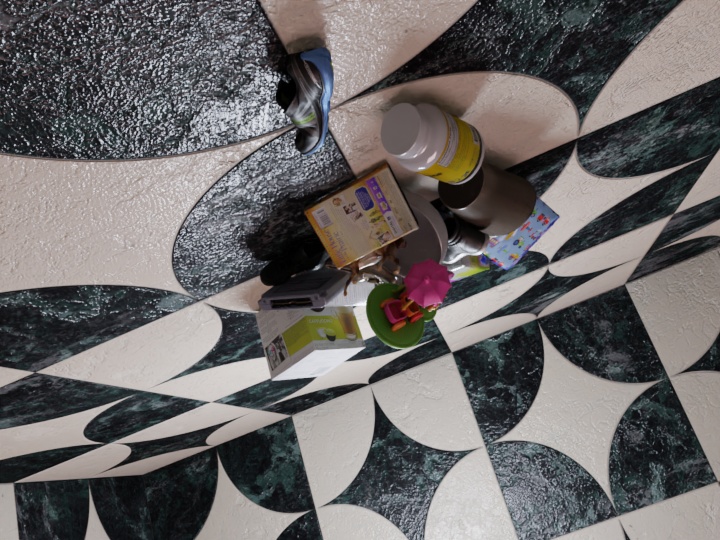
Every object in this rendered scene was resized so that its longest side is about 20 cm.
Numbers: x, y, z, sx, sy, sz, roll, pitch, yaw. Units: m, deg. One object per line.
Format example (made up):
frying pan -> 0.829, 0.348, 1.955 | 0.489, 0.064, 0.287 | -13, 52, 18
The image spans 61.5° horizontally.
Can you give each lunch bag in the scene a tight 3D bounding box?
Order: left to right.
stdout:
lunch bag -> 0.358, -0.096, 1.455 | 0.149, 0.094, 0.203 | 25, 104, -38

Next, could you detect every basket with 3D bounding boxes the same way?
basket -> 0.262, -0.164, 1.317 | 0.177, 0.141, 0.197 | -17, 160, 36

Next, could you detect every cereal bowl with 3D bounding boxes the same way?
cereal bowl -> 0.108, -0.087, 1.323 | 0.084, 0.200, 0.200 | -48, -177, -41

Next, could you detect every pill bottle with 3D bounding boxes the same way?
pill bottle -> 0.125, -0.223, 1.057 | 0.111, 0.115, 0.197 | -33, 156, 34

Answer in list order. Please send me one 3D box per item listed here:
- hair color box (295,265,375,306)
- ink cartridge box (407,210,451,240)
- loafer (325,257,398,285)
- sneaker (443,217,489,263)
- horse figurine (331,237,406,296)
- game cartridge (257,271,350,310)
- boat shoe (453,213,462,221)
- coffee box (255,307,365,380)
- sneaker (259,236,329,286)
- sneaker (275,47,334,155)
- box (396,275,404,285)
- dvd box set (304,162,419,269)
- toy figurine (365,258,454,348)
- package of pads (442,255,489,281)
hair color box -> -0.060, 0.037, 1.509 | 0.193, 0.062, 0.101 | -2, 139, 2
ink cartridge box -> 0.131, -0.087, 1.465 | 0.135, 0.078, 0.197 | -34, 158, 32
loafer -> 0.000, 0.000, 1.405 | 0.064, 0.197, 0.072 | -56, 144, -10
sneaker -> 0.205, -0.073, 1.389 | 0.097, 0.072, 0.199 | 28, 165, -17
horse figurine -> 0.022, -0.027, 1.297 | 0.196, 0.135, 0.050 | -26, 126, 22
game cartridge -> -0.123, 0.045, 1.371 | 0.195, 0.042, 0.133 | -5, -156, 34
boat shoe -> 0.317, -0.138, 1.515 | 0.194, 0.076, 0.067 | -15, 155, -14
coffee box -> -0.141, 0.166, 1.676 | 0.196, 0.203, 0.199 | 5, 147, -47
sneaker -> -0.139, -0.031, 1.387 | 0.195, 0.061, 0.105 | -19, 160, -15
sneaker -> -0.084, -0.246, 0.884 | 0.080, 0.073, 0.201 | -1, 156, -8
box -> 0.096, 0.034, 1.601 | 0.196, 0.104, 0.074 | 0, 178, 44
dvd box set -> 0.003, -0.107, 1.228 | 0.196, 0.148, 0.030 | -26, -157, 16
toy figurine -> 0.133, 0.048, 1.255 | 0.196, 0.153, 0.184 | -17, 161, -37
package of pads -> 0.276, -0.016, 1.757 | 0.152, 0.070, 0.198 | -21, 167, 33
